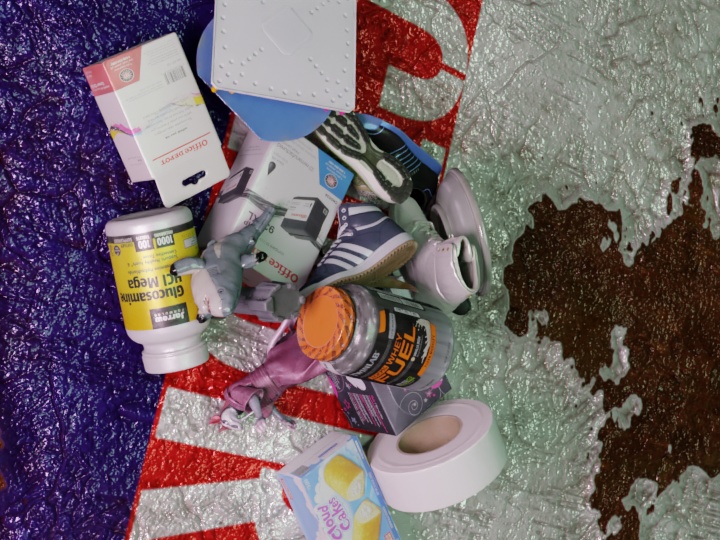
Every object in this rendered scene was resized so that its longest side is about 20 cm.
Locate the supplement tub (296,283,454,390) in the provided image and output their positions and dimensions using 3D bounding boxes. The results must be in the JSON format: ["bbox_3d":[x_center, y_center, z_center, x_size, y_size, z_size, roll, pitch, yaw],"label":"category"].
[{"bbox_3d":[0.020,0.087,1.578,0.199,0.122,0.123,15,82,-40],"label":"supplement tub"}]

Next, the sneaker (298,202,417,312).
[{"bbox_3d":[-0.030,-0.020,1.635,0.200,0.109,0.070,-30,154,-21],"label":"sneaker"}]

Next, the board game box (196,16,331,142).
[{"bbox_3d":[-0.131,-0.261,1.597,0.200,0.039,0.158,45,64,-6],"label":"board game box"}]

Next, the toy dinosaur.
[{"bbox_3d":[0.000,0.000,1.701,0.058,0.199,0.101,78,27,-51],"label":"toy dinosaur"}]

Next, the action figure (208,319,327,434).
[{"bbox_3d":[-0.129,0.149,1.626,0.200,0.134,0.149,-32,77,-7],"label":"action figure"}]

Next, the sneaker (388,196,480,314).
[{"bbox_3d":[0.114,-0.038,1.715,0.073,0.115,0.201,-1,64,-42],"label":"sneaker"}]

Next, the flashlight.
[{"bbox_3d":[-0.147,0.036,1.546,0.068,0.200,0.068,43,66,-32],"label":"flashlight"}]

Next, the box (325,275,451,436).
[{"bbox_3d":[0.026,0.121,1.737,0.132,0.115,0.201,-36,113,-31],"label":"box"}]

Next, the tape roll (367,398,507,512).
[{"bbox_3d":[0.113,0.272,1.758,0.202,0.202,0.071,-35,111,-32],"label":"tape roll"}]

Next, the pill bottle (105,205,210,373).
[{"bbox_3d":[-0.254,0.025,1.517,0.112,0.112,0.201,-17,102,-36],"label":"pill bottle"}]

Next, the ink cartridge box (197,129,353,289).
[{"bbox_3d":[-0.118,-0.082,1.638,0.145,0.084,0.201,34,71,-34],"label":"ink cartridge box"}]

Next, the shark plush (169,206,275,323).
[{"bbox_3d":[-0.153,-0.005,1.499,0.200,0.083,0.091,-46,125,-51],"label":"shark plush"}]

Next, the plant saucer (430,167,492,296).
[{"bbox_3d":[0.145,-0.053,1.795,0.050,0.200,0.201,-14,101,-8],"label":"plant saucer"}]

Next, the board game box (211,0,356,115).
[{"bbox_3d":[-0.102,-0.317,1.587,0.199,0.026,0.201,7,72,-22],"label":"board game box"}]

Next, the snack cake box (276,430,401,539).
[{"bbox_3d":[-0.029,0.352,1.733,0.115,0.067,0.201,-34,111,-33],"label":"snack cake box"}]

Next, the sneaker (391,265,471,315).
[{"bbox_3d":[0.081,0.024,1.807,0.200,0.074,0.089,38,71,-20],"label":"sneaker"}]

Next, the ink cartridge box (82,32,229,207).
[{"bbox_3d":[-0.261,-0.192,1.534,0.116,0.067,0.201,-31,108,-33],"label":"ink cartridge box"}]

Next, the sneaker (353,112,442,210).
[{"bbox_3d":[0.044,-0.161,1.771,0.200,0.070,0.078,30,69,-34],"label":"sneaker"}]

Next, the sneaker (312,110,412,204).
[{"bbox_3d":[-0.021,-0.160,1.712,0.200,0.089,0.077,46,51,-13],"label":"sneaker"}]
